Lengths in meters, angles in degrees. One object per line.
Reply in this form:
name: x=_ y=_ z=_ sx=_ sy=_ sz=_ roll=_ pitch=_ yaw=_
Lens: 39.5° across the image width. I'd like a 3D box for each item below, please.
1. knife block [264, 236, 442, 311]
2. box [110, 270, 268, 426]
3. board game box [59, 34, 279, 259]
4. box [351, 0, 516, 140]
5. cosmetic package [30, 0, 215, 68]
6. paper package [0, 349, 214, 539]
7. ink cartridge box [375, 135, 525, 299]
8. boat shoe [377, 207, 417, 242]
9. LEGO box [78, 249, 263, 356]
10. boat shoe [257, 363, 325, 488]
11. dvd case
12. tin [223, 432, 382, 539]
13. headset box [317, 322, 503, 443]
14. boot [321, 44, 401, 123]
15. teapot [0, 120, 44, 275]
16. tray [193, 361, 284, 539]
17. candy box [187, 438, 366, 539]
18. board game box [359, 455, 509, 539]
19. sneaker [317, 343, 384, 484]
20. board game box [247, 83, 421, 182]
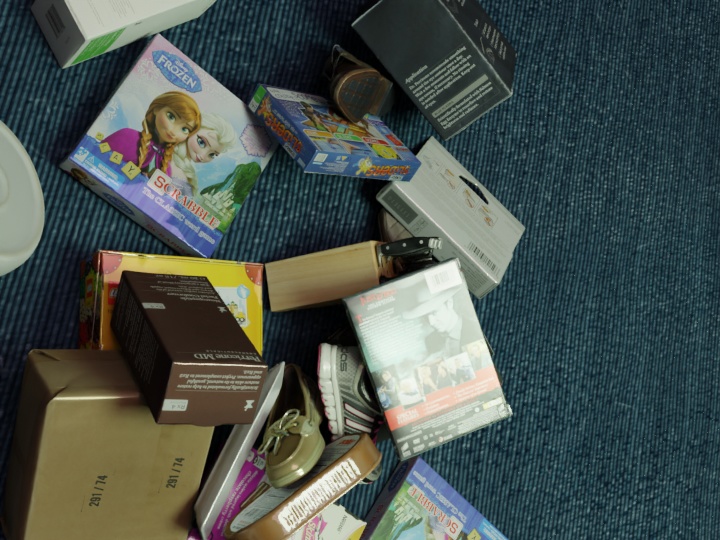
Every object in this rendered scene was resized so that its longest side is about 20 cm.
knife block: x=0.000 y=0.000 z=1.229 sx=0.200 sy=0.176 sz=0.064 roll=-6 pitch=82 yaw=-21
box: x=-0.179 y=0.075 z=1.015 sx=0.100 sy=0.200 sz=0.075 roll=5 pitch=115 yaw=-31
board game box: x=-0.220 y=-0.145 z=1.207 sx=0.200 sy=0.041 sz=0.200 roll=37 pitch=64 yaw=-21
box: x=0.106 y=-0.311 z=1.354 sx=0.200 sy=0.117 sz=0.197 roll=49 pitch=25 yaw=-15
cosmetic package: x=-0.270 y=-0.322 z=1.181 sx=0.200 sy=0.108 sz=0.085 roll=-30 pitch=97 yaw=-31
paper package: x=-0.261 y=0.191 z=1.047 sx=0.190 sy=0.103 sz=0.200 roll=3 pitch=111 yaw=-32
ink cartridge box: x=0.130 y=-0.079 z=1.396 sx=0.200 sy=0.044 sz=0.174 roll=44 pitch=34 yaw=-5
boat shoe: x=0.055 y=0.005 z=1.337 sx=0.076 sy=0.072 sz=0.200 roll=12 pitch=53 yaw=-41
LEGO box: x=-0.217 y=0.062 z=1.159 sx=0.200 sy=0.077 sz=0.149 roll=5 pitch=78 yaw=-30
boat shoe: x=-0.084 y=0.180 z=1.172 sx=0.073 sy=0.200 sz=0.063 roll=-28 pitch=108 yaw=10
dvd case: x=0.078 y=0.102 z=1.165 sx=0.146 sy=0.022 sz=0.200 roll=-21 pitch=97 yaw=-10
tin: x=-0.064 y=0.248 z=1.120 sx=0.200 sy=0.112 sz=0.042 roll=-34 pitch=99 yaw=-25
headset box: x=0.070 y=0.113 z=1.250 sx=0.149 sy=0.200 sz=0.075 roll=63 pitch=28 yaw=-7
boot: x=-0.023 y=-0.243 z=1.288 sx=0.097 sy=0.200 sz=0.075 roll=31 pitch=105 yaw=14
teapot: x=-0.430 y=-0.064 z=1.016 sx=0.197 sy=0.146 sz=0.200 roll=59 pitch=22 yaw=-32
tray: x=-0.136 y=0.197 z=1.105 sx=0.022 sy=0.107 sz=0.200 roll=24 pitch=67 yaw=4
candy box: x=-0.107 y=0.309 z=1.191 sx=0.200 sy=0.061 sz=0.136 roll=39 pitch=63 yaw=-21
board game box: x=0.083 y=0.381 z=1.306 sx=0.200 sy=0.041 sz=0.200 roll=44 pitch=62 yaw=-17
sneaker: x=0.008 y=0.173 z=1.212 sx=0.074 sy=0.087 sz=0.200 roll=-75 pitch=154 yaw=-64
board game box: x=-0.030 y=-0.172 z=1.268 sx=0.200 sy=0.034 sz=0.135 roll=0 pitch=42 yaw=-48
